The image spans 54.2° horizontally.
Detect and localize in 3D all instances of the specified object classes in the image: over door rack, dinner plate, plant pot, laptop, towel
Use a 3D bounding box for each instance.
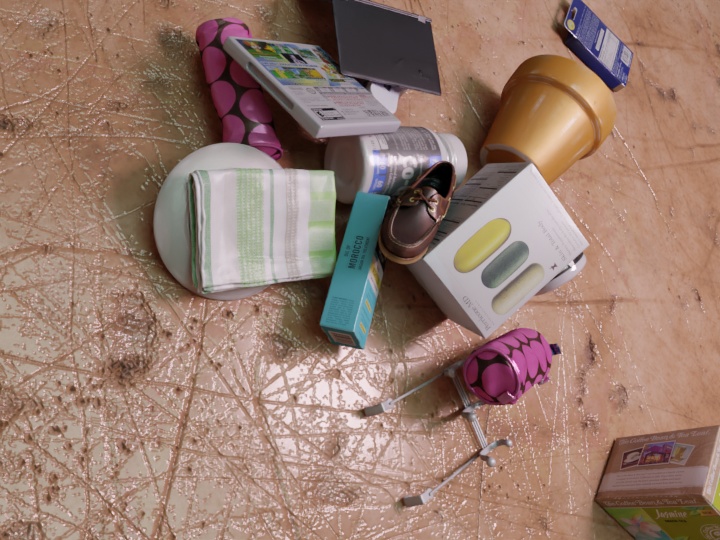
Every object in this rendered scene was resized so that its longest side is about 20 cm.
[{"bbox_3d":[0.122,0.221,0.990,0.200,0.067,0.148,-20,84,-37],"label":"over door rack"},{"bbox_3d":[-0.159,-0.060,0.886,0.200,0.024,0.201,-6,101,-34],"label":"dinner plate"},{"bbox_3d":[0.308,-0.235,1.218,0.200,0.200,0.183,43,71,-13],"label":"plant pot"},{"bbox_3d":[0.012,-0.362,1.110,0.187,0.200,0.116,3,108,-33],"label":"laptop"},{"bbox_3d":[-0.115,-0.054,0.885,0.200,0.031,0.149,-6,101,-34],"label":"towel"}]

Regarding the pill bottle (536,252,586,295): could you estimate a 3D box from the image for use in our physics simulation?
[{"bbox_3d":[0.276,-0.068,1.170,0.112,0.112,0.200,-38,95,-37],"label":"pill bottle"}]

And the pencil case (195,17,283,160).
[{"bbox_3d":[-0.166,-0.237,0.958,0.091,0.094,0.200,-16,79,9],"label":"pencil case"}]

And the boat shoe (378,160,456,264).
[{"bbox_3d":[0.080,-0.086,0.945,0.070,0.070,0.200,26,39,3],"label":"boat shoe"}]

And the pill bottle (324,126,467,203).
[{"bbox_3d":[0.056,-0.160,1.057,0.200,0.114,0.114,-7,77,-34],"label":"pill bottle"}]

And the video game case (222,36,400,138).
[{"bbox_3d":[-0.059,-0.245,0.942,0.182,0.022,0.200,46,32,15],"label":"video game case"}]

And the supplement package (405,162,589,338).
[{"bbox_3d":[0.182,-0.034,1.016,0.200,0.151,0.152,-41,105,-6],"label":"supplement package"}]

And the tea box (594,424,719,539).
[{"bbox_3d":[0.528,0.367,1.123,0.197,0.200,0.134,44,55,-11],"label":"tea box"}]

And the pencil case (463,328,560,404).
[{"bbox_3d":[0.221,0.139,1.020,0.200,0.091,0.094,-8,74,-59],"label":"pencil case"}]

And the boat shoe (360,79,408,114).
[{"bbox_3d":[0.027,-0.277,1.111,0.072,0.068,0.200,41,33,-19],"label":"boat shoe"}]

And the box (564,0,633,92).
[{"bbox_3d":[0.512,-0.496,1.534,0.200,0.032,0.121,37,56,-19],"label":"box"}]

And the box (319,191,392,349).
[{"bbox_3d":[0.000,0.000,0.963,0.049,0.082,0.200,10,69,14],"label":"box"}]
